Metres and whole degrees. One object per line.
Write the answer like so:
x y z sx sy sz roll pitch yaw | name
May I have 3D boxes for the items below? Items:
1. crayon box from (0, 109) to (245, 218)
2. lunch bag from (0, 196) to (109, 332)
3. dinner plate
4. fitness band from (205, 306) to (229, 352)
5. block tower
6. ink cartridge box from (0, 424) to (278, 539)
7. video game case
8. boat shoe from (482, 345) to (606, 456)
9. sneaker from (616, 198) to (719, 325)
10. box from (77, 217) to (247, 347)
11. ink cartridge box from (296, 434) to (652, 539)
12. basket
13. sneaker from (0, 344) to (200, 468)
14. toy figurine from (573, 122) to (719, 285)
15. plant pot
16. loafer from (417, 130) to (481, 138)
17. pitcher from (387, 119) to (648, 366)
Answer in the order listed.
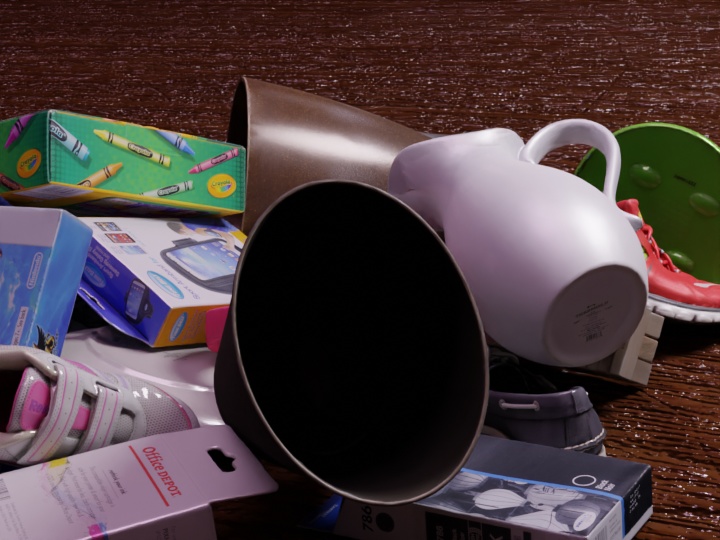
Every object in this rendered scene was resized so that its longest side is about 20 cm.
-0.201 -0.076 1.267 0.119 0.058 0.200 -7 -9 41 | crayon box
-0.311 0.021 1.271 0.170 0.124 0.200 1 -14 22 | lunch bag
-0.131 0.070 1.149 0.200 0.024 0.200 13 11 -3 | dinner plate
-0.010 0.039 1.141 0.199 0.038 0.144 -1 -3 -15 | fitness band
0.128 0.038 1.190 0.200 0.054 0.058 13 -5 42 | block tower
-0.152 0.157 0.934 0.199 0.068 0.116 -13 20 -17 | ink cartridge box
-0.292 0.052 1.104 0.181 0.201 0.045 3 -19 26 | video game case
0.105 0.079 1.092 0.072 0.063 0.200 -14 19 -17 | boat shoe
0.206 -0.010 1.217 0.199 0.085 0.077 16 -3 -13 | sneaker
-0.135 0.006 1.220 0.119 0.042 0.200 39 21 28 | box
0.067 0.137 0.976 0.199 0.039 0.099 5 22 30 | ink cartridge box
-0.020 0.056 0.957 0.136 0.181 0.200 -18 -7 -15 | basket
-0.192 0.093 0.998 0.199 0.082 0.088 11 -11 -16 | sneaker
0.291 -0.047 1.344 0.200 0.151 0.184 26 20 18 | toy figurine
-0.014 -0.068 1.414 0.199 0.188 0.187 3 17 -11 | plant pot
0.060 -0.113 1.683 0.199 0.072 0.063 1 -1 -1 | loafer
0.134 -0.032 1.118 0.171 0.121 0.200 -25 40 -11 | pitcher
